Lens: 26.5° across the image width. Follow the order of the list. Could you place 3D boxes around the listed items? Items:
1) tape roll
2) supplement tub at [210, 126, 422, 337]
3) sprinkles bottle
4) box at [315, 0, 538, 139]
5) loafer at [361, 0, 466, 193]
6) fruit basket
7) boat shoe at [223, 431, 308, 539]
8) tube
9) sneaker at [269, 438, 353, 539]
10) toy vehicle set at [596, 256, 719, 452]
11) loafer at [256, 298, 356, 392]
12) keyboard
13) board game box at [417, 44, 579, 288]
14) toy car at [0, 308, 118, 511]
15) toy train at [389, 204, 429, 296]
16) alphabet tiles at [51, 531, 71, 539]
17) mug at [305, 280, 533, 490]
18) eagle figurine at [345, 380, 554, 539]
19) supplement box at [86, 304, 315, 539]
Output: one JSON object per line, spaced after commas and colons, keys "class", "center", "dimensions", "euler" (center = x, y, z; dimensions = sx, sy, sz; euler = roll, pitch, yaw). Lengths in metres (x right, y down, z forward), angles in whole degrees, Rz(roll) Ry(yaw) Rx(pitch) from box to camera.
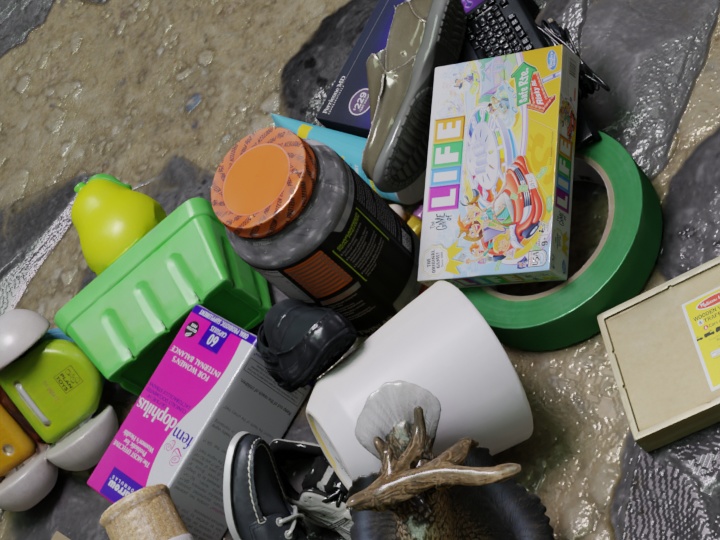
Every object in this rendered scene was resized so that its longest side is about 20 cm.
{"class": "tape roll", "center": [0.167, -0.030, 1.352], "dimensions": [0.199, 0.048, 0.202], "euler": [-19, 53, 27]}
{"class": "supplement tub", "center": [-0.037, -0.033, 1.333], "dimensions": [0.121, 0.200, 0.124], "euler": [-16, 56, 24]}
{"class": "sprinkles bottle", "center": [-0.152, 0.285, 1.307], "dimensions": [0.068, 0.068, 0.201], "euler": [-34, 74, 15]}
{"class": "box", "center": [0.066, -0.207, 1.522], "dimensions": [0.140, 0.079, 0.201], "euler": [15, 73, 45]}
{"class": "loafer", "center": [0.040, -0.166, 1.417], "dimensions": [0.069, 0.075, 0.202], "euler": [9, 70, 31]}
{"class": "fruit basket", "center": [-0.212, 0.000, 1.545], "dimensions": [0.214, 0.155, 0.218], "euler": [-13, 62, 26]}
{"class": "boat shoe", "center": [-0.069, 0.234, 1.304], "dimensions": [0.060, 0.076, 0.202], "euler": [-4, 104, 26]}
{"class": "tube", "center": [-0.014, -0.109, 1.515], "dimensions": [0.050, 0.078, 0.199], "euler": [-35, 33, -29]}
{"class": "sneaker", "center": [-0.009, 0.199, 1.315], "dimensions": [0.199, 0.088, 0.076], "euler": [13, 69, 40]}
{"class": "toy vehicle set", "center": [0.294, 0.050, 1.219], "dimensions": [0.199, 0.026, 0.125], "euler": [-27, 50, 21]}
{"class": "loafer", "center": [-0.054, 0.059, 1.301], "dimensions": [0.068, 0.071, 0.200], "euler": [-39, 1, -16]}
{"class": "keyboard", "center": [0.151, -0.186, 1.384], "dimensions": [0.103, 0.040, 0.201], "euler": [-31, 55, 10]}
{"class": "board game box", "center": [0.121, -0.088, 1.338], "dimensions": [0.133, 0.034, 0.202], "euler": [-6, 72, 36]}
{"class": "toy car", "center": [-0.345, 0.133, 1.585], "dimensions": [0.199, 0.176, 0.150], "euler": [-34, 11, 16]}
{"class": "toy train", "center": [0.000, 0.000, 1.455], "dimensions": [0.198, 0.056, 0.152], "euler": [0, 63, 37]}
{"class": "alphabet tiles", "center": [-0.303, 0.354, 1.498], "dimensions": [0.199, 0.006, 0.168], "euler": [20, 77, 43]}
{"class": "mug", "center": [0.038, 0.117, 1.274], "dimensions": [0.152, 0.187, 0.150], "euler": [-30, 78, -12]}
{"class": "eagle figurine", "center": [0.055, 0.198, 1.165], "dimensions": [0.151, 0.201, 0.151], "euler": [27, 70, 30]}
{"class": "supplement box", "center": [-0.149, 0.152, 1.442], "dimensions": [0.101, 0.103, 0.201], "euler": [23, 80, 42]}
